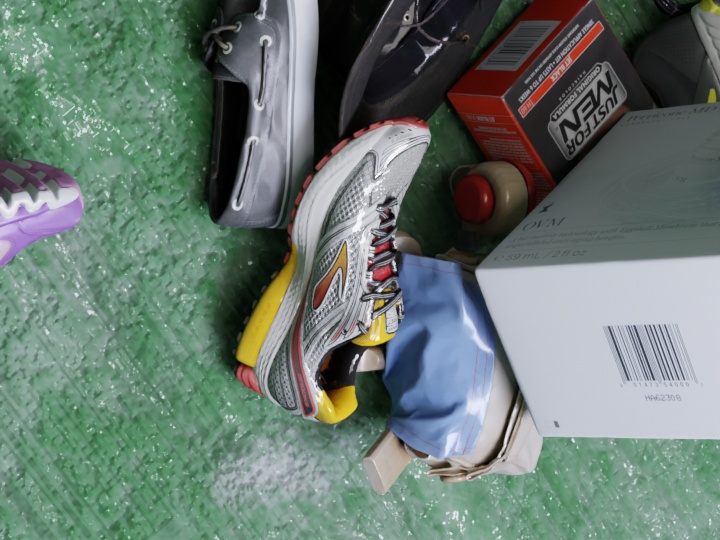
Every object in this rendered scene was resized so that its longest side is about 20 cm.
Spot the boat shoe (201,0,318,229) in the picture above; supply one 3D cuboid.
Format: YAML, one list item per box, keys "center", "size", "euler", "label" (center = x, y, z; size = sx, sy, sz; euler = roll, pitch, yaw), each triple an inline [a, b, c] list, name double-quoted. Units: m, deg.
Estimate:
- center: [-0.063, -0.121, 1.183]
  size: [0.056, 0.069, 0.201]
  euler: [-8, 103, -29]
  label: "boat shoe"

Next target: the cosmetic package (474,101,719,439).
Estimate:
- center: [0.211, -0.007, 1.176]
  size: [0.200, 0.199, 0.123]
  euler: [-42, 118, -42]
  label: "cosmetic package"

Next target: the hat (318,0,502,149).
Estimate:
- center: [0.019, -0.161, 1.206]
  size: [0.081, 0.201, 0.201]
  euler: [37, 74, 13]
  label: "hat"

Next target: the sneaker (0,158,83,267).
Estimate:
- center: [-0.243, 0.003, 1.094]
  size: [0.199, 0.080, 0.089]
  euler: [-22, 114, -21]
  label: "sneaker"

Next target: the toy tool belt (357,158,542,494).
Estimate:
- center: [0.052, 0.033, 1.242]
  size: [0.122, 0.125, 0.201]
  euler: [-5, 99, -38]
  label: "toy tool belt"

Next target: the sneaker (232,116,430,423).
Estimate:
- center: [0.000, 0.000, 1.192]
  size: [0.078, 0.082, 0.201]
  euler: [-12, 130, -55]
  label: "sneaker"

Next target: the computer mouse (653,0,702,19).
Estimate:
- center: [0.166, -0.200, 1.332]
  size: [0.199, 0.034, 0.059]
  euler: [8, 75, -36]
  label: "computer mouse"

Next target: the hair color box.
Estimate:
- center: [0.151, -0.070, 1.312]
  size: [0.102, 0.061, 0.200]
  euler: [-47, 120, -21]
  label: "hair color box"

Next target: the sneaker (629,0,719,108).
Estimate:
- center: [0.247, -0.083, 1.357]
  size: [0.201, 0.084, 0.074]
  euler: [68, 23, -6]
  label: "sneaker"
